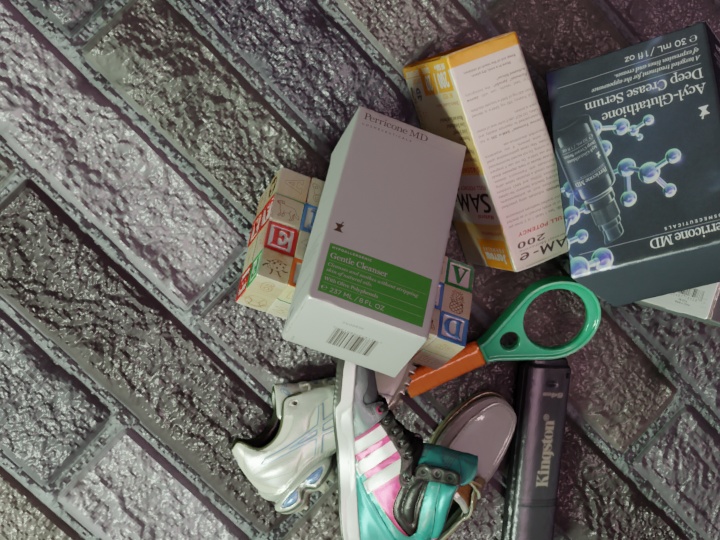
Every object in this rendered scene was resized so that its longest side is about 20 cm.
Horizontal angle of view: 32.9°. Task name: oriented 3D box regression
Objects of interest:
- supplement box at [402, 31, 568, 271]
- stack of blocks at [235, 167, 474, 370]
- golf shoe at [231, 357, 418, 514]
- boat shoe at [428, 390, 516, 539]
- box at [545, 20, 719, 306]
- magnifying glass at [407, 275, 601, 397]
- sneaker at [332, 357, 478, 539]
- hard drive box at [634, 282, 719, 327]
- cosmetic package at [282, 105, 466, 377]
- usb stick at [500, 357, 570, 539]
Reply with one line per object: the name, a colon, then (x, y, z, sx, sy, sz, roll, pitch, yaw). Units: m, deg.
supplement box: (0.117, -0.106, 1.112, 0.074, 0.126, 0.200, -22, 99, -13)
stack of blocks: (0.000, 0.000, 1.097, 0.200, 0.059, 0.115, 20, 57, -16)
golf shoe: (-0.032, 0.125, 1.120, 0.097, 0.078, 0.200, 44, 82, -8)
boat shoe: (0.086, 0.206, 1.159, 0.075, 0.068, 0.200, 37, 85, -15)
box: (0.257, -0.088, 1.058, 0.107, 0.148, 0.200, 25, 55, -55)
magnifying glass: (0.134, 0.069, 1.160, 0.200, 0.022, 0.080, -24, 112, 4)
sneaker: (0.040, 0.151, 1.048, 0.121, 0.084, 0.200, -2, 100, 4)
hard drive box: (0.309, -0.059, 1.145, 0.077, 0.156, 0.200, 18, 91, -45)
cosmetic package: (0.013, -0.026, 1.027, 0.108, 0.085, 0.200, 19, 58, -10)
usb stick: (0.172, 0.183, 1.200, 0.055, 0.033, 0.200, 5, 93, -15)
